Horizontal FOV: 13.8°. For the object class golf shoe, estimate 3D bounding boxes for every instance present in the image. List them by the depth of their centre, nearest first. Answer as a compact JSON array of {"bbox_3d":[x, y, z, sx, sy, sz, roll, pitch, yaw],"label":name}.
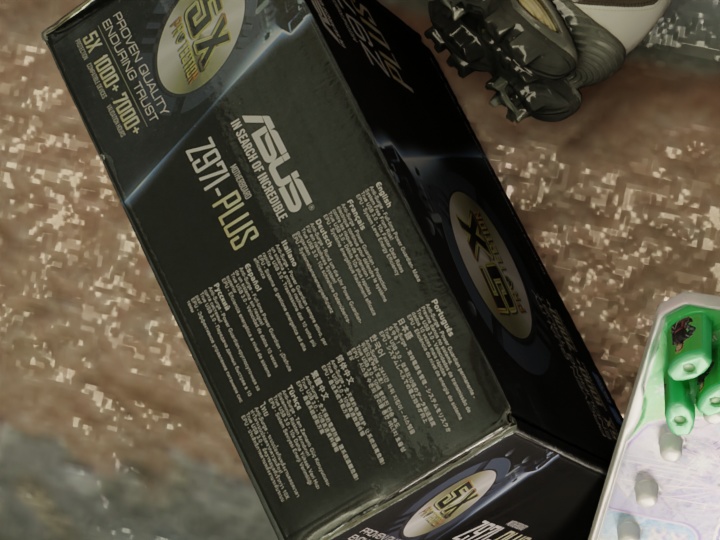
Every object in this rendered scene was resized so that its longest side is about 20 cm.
[{"bbox_3d":[0.033,-0.145,1.048,0.094,0.078,0.200,-39,76,-11],"label":"golf shoe"}]

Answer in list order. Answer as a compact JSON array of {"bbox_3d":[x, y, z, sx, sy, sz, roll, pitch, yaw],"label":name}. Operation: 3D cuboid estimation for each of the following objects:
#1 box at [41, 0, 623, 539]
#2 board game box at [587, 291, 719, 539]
[{"bbox_3d":[0.000,0.000,0.986,0.086,0.164,0.200,-31,68,13],"label":"box"},{"bbox_3d":[0.173,0.104,0.959,0.200,0.026,0.200,9,130,-3],"label":"board game box"}]
